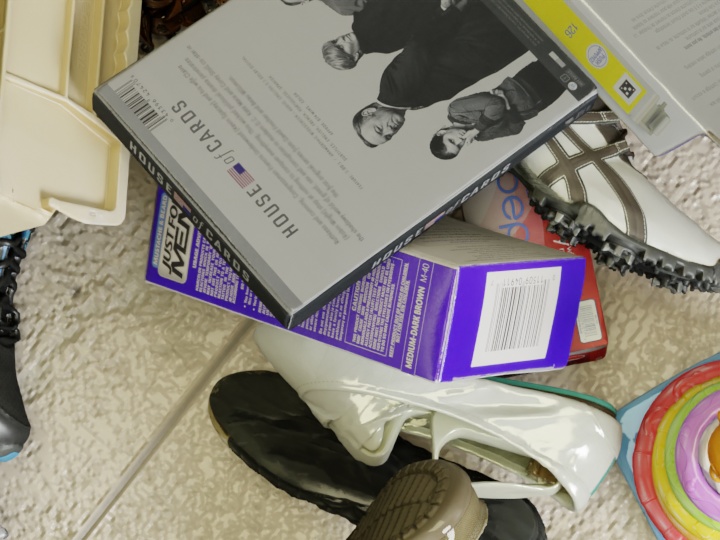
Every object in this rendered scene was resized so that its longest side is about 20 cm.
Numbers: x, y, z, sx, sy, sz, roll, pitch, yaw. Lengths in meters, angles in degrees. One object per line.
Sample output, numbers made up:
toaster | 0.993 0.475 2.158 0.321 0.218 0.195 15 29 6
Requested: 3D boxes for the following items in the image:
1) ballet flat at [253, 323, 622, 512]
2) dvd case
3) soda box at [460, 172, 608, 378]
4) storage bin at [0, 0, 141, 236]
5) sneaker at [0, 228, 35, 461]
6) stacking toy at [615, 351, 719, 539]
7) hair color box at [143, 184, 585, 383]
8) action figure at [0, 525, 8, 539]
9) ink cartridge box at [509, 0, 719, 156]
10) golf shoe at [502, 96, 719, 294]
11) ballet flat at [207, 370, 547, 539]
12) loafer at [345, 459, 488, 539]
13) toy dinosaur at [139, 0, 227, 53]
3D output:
ballet flat | 0.034 0.076 1.442 0.199 0.069 0.070 15 85 6
dvd case | -0.006 -0.082 1.355 0.200 0.025 0.150 -36 74 -22
soda box | 0.081 -0.048 1.481 0.063 0.070 0.201 -11 83 3
storage bin | -0.215 -0.093 1.402 0.199 0.094 0.200 -14 62 33
sneaker | -0.211 0.003 1.505 0.082 0.073 0.201 -22 81 4
stacking toy | 0.187 0.092 1.387 0.109 0.200 0.116 -28 80 3
hair color box | 0.000 0.000 1.420 0.199 0.109 0.065 20 105 37
action figure | -0.225 0.198 1.472 0.199 0.105 0.194 19 95 10
ink cartridge box | 0.181 -0.134 1.435 0.200 0.197 0.047 50 135 9
golf shoe | 0.110 -0.064 1.408 0.199 0.078 0.095 32 84 4
ballet flat | 0.005 0.113 1.483 0.199 0.057 0.067 27 62 15
loafer | 0.018 0.160 1.422 0.067 0.200 0.076 34 54 -7
toy dinosaur | -0.140 -0.165 1.524 0.199 0.102 0.136 24 71 31
